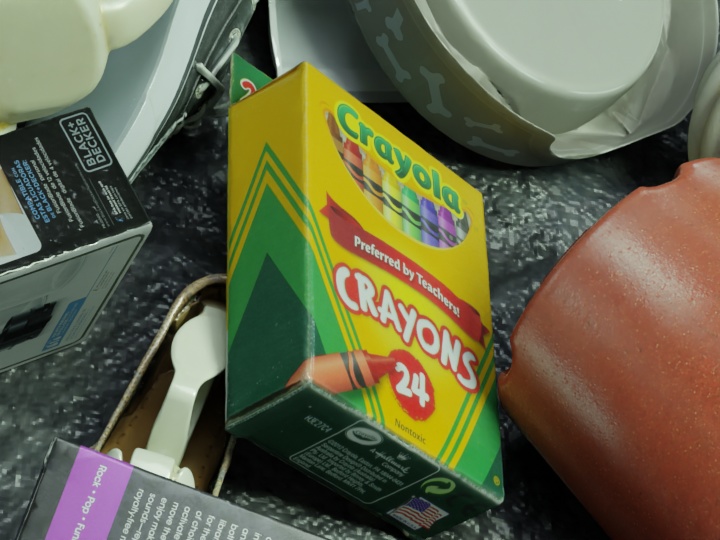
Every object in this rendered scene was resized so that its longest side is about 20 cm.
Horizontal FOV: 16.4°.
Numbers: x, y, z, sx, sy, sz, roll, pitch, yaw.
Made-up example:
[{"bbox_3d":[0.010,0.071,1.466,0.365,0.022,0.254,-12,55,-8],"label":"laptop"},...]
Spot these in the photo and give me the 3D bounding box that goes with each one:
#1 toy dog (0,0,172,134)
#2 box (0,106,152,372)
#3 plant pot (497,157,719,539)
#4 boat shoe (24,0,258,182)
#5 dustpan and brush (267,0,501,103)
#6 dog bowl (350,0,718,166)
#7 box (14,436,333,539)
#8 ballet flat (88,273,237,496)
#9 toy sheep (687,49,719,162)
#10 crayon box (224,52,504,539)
[{"bbox_3d":[-0.191,-0.148,1.098,0.193,0.140,0.200,-25,43,-1],"label":"toy dog"},{"bbox_3d":[-0.194,0.013,0.994,0.200,0.117,0.060,-20,73,-31],"label":"box"},{"bbox_3d":[0.174,0.068,1.037,0.200,0.201,0.195,-27,58,-33],"label":"plant pot"},{"bbox_3d":[-0.090,-0.093,1.140,0.073,0.068,0.200,0,59,39],"label":"boat shoe"},{"bbox_3d":[0.009,-0.179,1.245,0.139,0.057,0.200,-2,55,-20],"label":"dustpan and brush"},{"bbox_3d":[0.079,-0.141,1.201,0.200,0.059,0.201,15,62,-31],"label":"dog bowl"},{"bbox_3d":[-0.048,0.165,0.944,0.199,0.036,0.143,21,77,-1],"label":"box"},{"bbox_3d":[-0.084,0.078,1.014,0.068,0.067,0.200,20,51,-3],"label":"ballet flat"},{"bbox_3d":[0.216,-0.060,1.165,0.137,0.138,0.200,14,20,-8],"label":"toy sheep"},{"bbox_3d":[0.000,0.000,1.074,0.127,0.051,0.200,33,40,-38],"label":"crayon box"}]
